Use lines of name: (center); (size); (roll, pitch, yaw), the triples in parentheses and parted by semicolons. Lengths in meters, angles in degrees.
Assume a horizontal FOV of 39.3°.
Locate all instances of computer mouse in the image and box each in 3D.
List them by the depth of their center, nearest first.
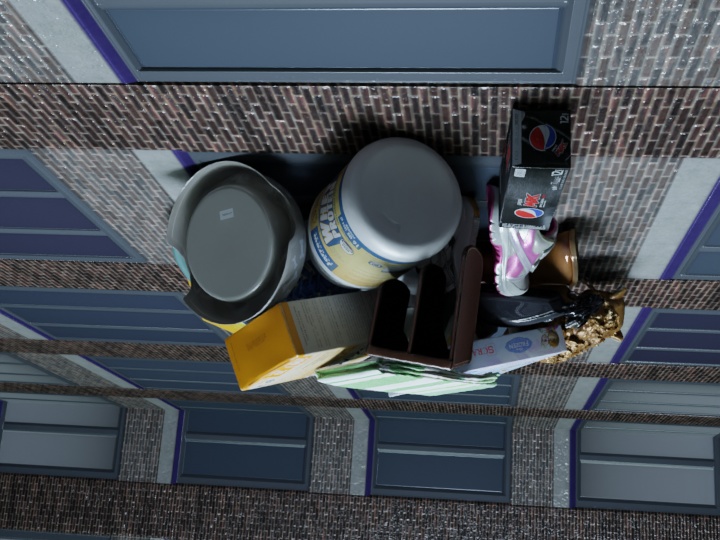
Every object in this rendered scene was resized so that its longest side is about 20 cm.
computer mouse: (0.231, 0.056, 1.405); (0.198, 0.053, 0.138); (7, -169, 23)

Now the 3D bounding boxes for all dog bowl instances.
dog bowl: (-0.153, -0.034, 1.265); (0.198, 0.203, 0.058); (-6, 176, 32)

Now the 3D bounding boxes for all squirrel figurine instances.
squirrel figurine: (0.332, 0.081, 1.562); (0.184, 0.143, 0.200); (-1, -165, -9)

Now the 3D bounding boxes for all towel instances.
towel: (0.059, 0.137, 1.286); (0.198, 0.024, 0.152); (10, 163, -34)

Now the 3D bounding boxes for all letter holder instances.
letter holder: (0.084, 0.035, 1.198); (0.099, 0.144, 0.200); (9, 179, 12)

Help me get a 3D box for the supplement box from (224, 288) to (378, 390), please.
supplement box: (-0.056, 0.087, 1.298); (0.199, 0.074, 0.126); (-7, 161, -46)

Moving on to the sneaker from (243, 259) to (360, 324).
sneaker: (-0.071, 0.028, 1.322); (0.198, 0.076, 0.077); (-25, -171, 11)

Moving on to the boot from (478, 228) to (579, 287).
boot: (0.228, -0.017, 1.443); (0.153, 0.078, 0.200); (2, 175, 0)

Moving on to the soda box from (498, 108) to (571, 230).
soda box: (0.191, -0.109, 1.126); (0.063, 0.072, 0.200); (2, 164, 4)

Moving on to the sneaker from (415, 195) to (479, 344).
sneaker: (0.100, -0.002, 1.330); (0.087, 0.202, 0.076); (5, -168, -5)

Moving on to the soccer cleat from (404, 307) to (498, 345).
soccer cleat: (0.118, 0.081, 1.431); (0.077, 0.070, 0.199); (-22, 164, 38)

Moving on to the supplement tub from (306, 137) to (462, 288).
supplement tub: (0.020, -0.060, 1.205); (0.143, 0.146, 0.200); (9, 162, -18)

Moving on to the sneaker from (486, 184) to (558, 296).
sneaker: (0.214, -0.035, 1.308); (0.087, 0.082, 0.201); (-5, 146, 9)

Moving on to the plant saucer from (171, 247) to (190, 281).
plant saucer: (-0.201, -0.008, 1.435); (0.198, 0.036, 0.201); (24, 143, 20)

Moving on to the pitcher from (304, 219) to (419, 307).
pitcher: (0.000, 0.000, 1.408); (0.198, 0.122, 0.172); (7, -161, -22)

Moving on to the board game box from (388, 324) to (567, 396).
board game box: (0.162, 0.132, 1.459); (0.198, 0.042, 0.199); (-8, 168, -25)

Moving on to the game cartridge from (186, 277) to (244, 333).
game cartridge: (-0.195, 0.032, 1.537); (0.175, 0.033, 0.201); (20, 147, 26)
